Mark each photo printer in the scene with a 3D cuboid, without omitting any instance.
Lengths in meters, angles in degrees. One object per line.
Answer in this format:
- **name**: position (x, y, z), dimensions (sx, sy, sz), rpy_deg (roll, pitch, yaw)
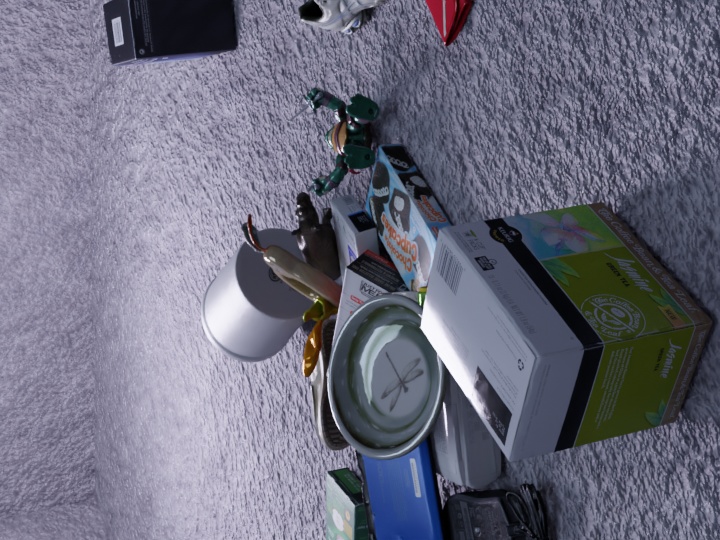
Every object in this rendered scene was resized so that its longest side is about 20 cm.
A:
- **photo printer**: position (0.105, 0.177, 1.621), dimensions (0.199, 0.068, 0.169), rpy_deg (-169, 71, -66)

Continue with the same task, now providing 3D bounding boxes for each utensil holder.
- **utensil holder**: position (-0.162, 0.040, 2.082), dimensions (0.200, 0.168, 0.172), rpy_deg (133, 125, -60)

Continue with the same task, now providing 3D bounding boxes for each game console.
- **game console**: position (0.054, 0.258, 1.666), dimensions (0.169, 0.118, 0.203), rpy_deg (-7, 95, 37)

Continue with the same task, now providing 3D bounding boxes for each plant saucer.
- **plant saucer**: position (0.043, 0.132, 1.555), dimensions (0.198, 0.050, 0.204), rpy_deg (-9, 77, 43)

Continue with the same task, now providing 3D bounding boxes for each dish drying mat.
- **dish drying mat**: position (0.085, -0.377, 1.554), dimensions (0.077, 0.018, 0.202), rpy_deg (114, 142, -53)

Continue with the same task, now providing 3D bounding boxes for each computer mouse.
- **computer mouse**: position (0.174, 0.318, 1.537), dimensions (0.199, 0.052, 0.141), rpy_deg (-6, 94, 57)

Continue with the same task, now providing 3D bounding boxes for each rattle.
- **rattle**: position (-0.121, 0.033, 1.813), dimensions (0.144, 0.199, 0.130), rpy_deg (-53, 27, 5)

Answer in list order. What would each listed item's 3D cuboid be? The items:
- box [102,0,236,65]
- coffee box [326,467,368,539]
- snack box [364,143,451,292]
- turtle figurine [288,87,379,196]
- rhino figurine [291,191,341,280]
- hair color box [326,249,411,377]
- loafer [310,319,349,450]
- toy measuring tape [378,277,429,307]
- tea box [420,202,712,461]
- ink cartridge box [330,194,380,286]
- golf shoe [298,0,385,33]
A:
- **box**: position (-0.356, -0.452, 2.337), dimensions (0.199, 0.196, 0.125), rpy_deg (-167, 68, -66)
- **coffee box**: position (-0.016, 0.434, 2.020), dimensions (0.123, 0.043, 0.203), rpy_deg (-143, 50, -60)
- **snack box**: position (0.066, -0.061, 1.677), dimensions (0.117, 0.037, 0.201), rpy_deg (103, 149, -42)
- **turtle figurine**: position (-0.029, -0.189, 1.781), dimensions (0.200, 0.099, 0.152), rpy_deg (-176, 73, -70)
- **rhino figurine**: position (-0.064, -0.050, 1.844), dimensions (0.201, 0.059, 0.089), rpy_deg (65, -157, -61)
- **hair color box**: position (0.020, 0.083, 1.753), dimensions (0.101, 0.061, 0.202), rpy_deg (29, 131, 21)
- **loafer**: position (-0.042, 0.180, 1.972), dimensions (0.068, 0.075, 0.203), rpy_deg (158, 112, -68)
- **toy measuring tape**: position (0.078, 0.039, 1.576), dimensions (0.198, 0.073, 0.075), rpy_deg (-2, 96, 46)
- **tea box**: position (0.192, 0.053, 1.215), dimensions (0.201, 0.194, 0.135), rpy_deg (-124, 34, -44)
- **ink cartridge box**: position (0.000, 0.000, 1.819), dimensions (0.100, 0.039, 0.202), rpy_deg (-126, 23, -49)
- **golf shoe**: position (-0.021, -0.384, 1.705), dimensions (0.200, 0.096, 0.079), rpy_deg (131, 129, -58)
